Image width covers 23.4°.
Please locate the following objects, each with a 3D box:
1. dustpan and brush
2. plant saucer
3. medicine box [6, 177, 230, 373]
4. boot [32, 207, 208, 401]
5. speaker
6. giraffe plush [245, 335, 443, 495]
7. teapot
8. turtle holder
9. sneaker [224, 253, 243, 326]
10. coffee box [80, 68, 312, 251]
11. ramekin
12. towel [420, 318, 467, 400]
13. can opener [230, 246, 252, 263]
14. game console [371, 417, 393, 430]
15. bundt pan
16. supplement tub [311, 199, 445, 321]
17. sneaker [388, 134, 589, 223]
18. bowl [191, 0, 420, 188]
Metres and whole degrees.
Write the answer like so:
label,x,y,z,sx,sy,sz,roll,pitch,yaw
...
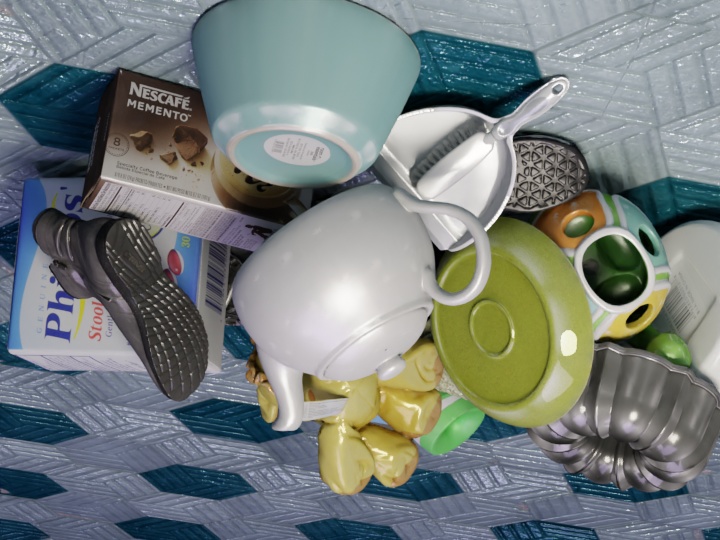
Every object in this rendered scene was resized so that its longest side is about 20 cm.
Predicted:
label,x,y,z,sx,sy,sz,roll,pitch,yaw
dustpan and brush,0.106,-0.113,1.547,0.200,0.057,0.140,-39,103,17
plant saucer,0.130,0.052,1.615,0.031,0.201,0.200,-14,174,-41
medicine box,-0.240,0.005,1.759,0.199,0.183,0.103,0,167,14
boot,-0.226,0.027,1.650,0.131,0.070,0.201,7,125,46
speaker,0.045,0.100,1.863,0.088,0.200,0.089,-31,153,-18
giraffe plush,-0.036,0.115,1.725,0.162,0.173,0.200,26,-176,44
teapot,-0.004,0.027,1.537,0.197,0.146,0.200,-28,165,-23
turtle holder,0.226,0.016,1.631,0.140,0.187,0.132,-10,-177,-7
sneaker,-0.172,0.001,1.847,0.200,0.074,0.079,28,-177,31
coffee box,-0.147,-0.097,1.604,0.199,0.114,0.080,15,156,-17
ramekin,0.342,0.048,1.698,0.097,0.202,0.200,19,154,-29
towel,0.150,0.098,1.747,0.199,0.037,0.149,21,144,-8
can opener,-0.132,-0.002,1.896,0.066,0.053,0.200,8,157,-1
game console,0.037,0.110,2.031,0.199,0.119,0.172,11,157,-12
bundt pan,0.246,0.149,1.655,0.201,0.076,0.202,15,153,8
supplement tub,0.000,0.000,1.779,0.199,0.123,0.122,15,156,-18
sneaker,0.114,-0.092,1.634,0.199,0.072,0.083,-6,-166,7
bowl,-0.053,-0.141,1.488,0.200,0.106,0.201,6,158,2
